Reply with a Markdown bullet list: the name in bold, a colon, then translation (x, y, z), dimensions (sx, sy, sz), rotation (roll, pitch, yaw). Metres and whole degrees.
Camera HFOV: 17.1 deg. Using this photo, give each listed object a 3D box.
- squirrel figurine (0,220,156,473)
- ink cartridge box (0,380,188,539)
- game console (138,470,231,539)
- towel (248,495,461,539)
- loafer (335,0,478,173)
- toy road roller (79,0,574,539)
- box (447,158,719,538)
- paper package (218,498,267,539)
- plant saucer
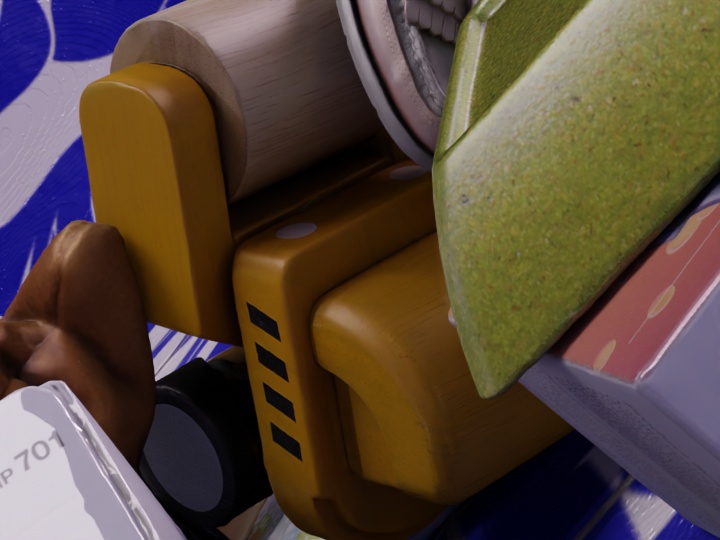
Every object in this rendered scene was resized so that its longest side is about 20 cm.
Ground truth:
- **squirrel figurine**: translation (-0.159, 0.100, 0.783), dimensions (0.141, 0.201, 0.187), rotation (-8, 11, 29)
- **ink cartridge box**: translation (-0.097, 0.146, 0.717), dimensions (0.146, 0.200, 0.086), rotation (-34, 54, -4)
- **game console**: translation (-0.136, 0.159, 0.900), dimensions (0.172, 0.200, 0.119), rotation (-46, 8, 22)
- **towel**: translation (0.015, 0.069, 1.017), dimensions (0.171, 0.048, 0.200), rotation (-51, 10, 19)
- **loafer**: translation (0.031, -0.129, 0.833), dimensions (0.063, 0.072, 0.201), rotation (-34, 48, 37)
- **toy road roller**: translation (0.000, 0.000, 0.834), dimensions (0.146, 0.201, 0.123), rotation (12, 30, 42)
- **box**: translation (0.126, -0.007, 0.636), dimensions (0.152, 0.106, 0.200), rotation (-52, 10, -4)
- **paper package**: translation (-0.163, 0.131, 1.015), dimensions (0.201, 0.190, 0.103), rotation (-65, 10, -3)
- **plant saucer**: translation (0.085, -0.084, 0.648), dimensions (0.200, 0.048, 0.200), rotation (-48, 10, 20)
